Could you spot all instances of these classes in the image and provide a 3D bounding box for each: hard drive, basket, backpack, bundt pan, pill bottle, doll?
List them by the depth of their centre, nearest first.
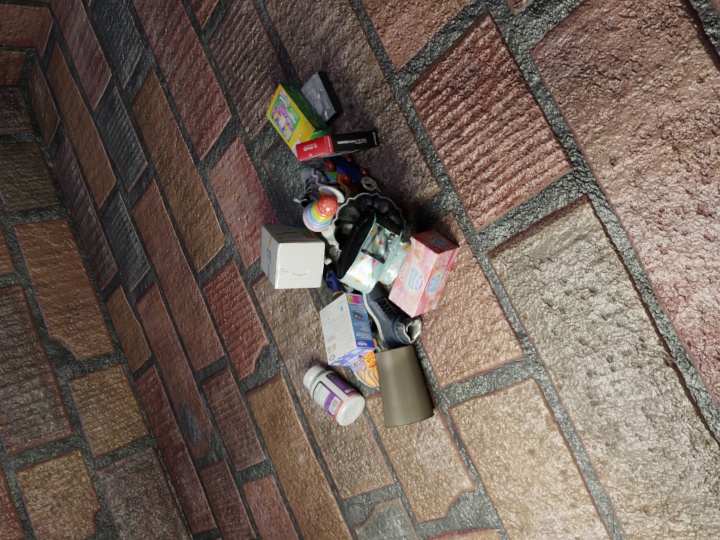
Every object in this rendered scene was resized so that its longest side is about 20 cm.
[{"bbox_3d":[0.028,-0.042,1.571,0.201,0.153,0.176,-55,16,6],"label":"backpack"},{"bbox_3d":[0.025,-0.116,1.684,0.200,0.076,0.203,1,104,4],"label":"bundt pan"},{"bbox_3d":[0.114,0.315,1.713,0.135,0.180,0.201,-16,83,22],"label":"basket"},{"bbox_3d":[-0.145,-0.474,1.839,0.200,0.038,0.140,-31,79,45],"label":"hard drive"},{"bbox_3d":[-0.094,0.015,1.890,0.137,0.048,0.200,85,163,-47],"label":"doll"},{"bbox_3d":[-0.090,0.391,1.976,0.200,0.111,0.112,35,124,35],"label":"pill bottle"}]

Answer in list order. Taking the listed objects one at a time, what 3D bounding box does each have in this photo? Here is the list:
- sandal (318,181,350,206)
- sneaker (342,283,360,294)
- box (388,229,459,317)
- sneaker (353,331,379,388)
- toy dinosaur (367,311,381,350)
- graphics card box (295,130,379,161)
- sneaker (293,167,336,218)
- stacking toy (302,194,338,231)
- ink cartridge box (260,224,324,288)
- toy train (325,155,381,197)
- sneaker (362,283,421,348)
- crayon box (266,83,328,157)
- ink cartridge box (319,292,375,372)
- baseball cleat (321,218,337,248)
[{"bbox_3d":[-0.066,-0.213,1.714,0.079,0.207,0.059,31,84,4],"label":"sandal"},{"bbox_3d":[0.000,0.000,1.799,0.200,0.073,0.080,-43,68,43],"label":"sneaker"},{"bbox_3d":[0.163,0.007,1.611,0.095,0.102,0.201,39,126,32],"label":"box"},{"bbox_3d":[0.021,0.253,1.819,0.201,0.077,0.112,58,148,-3],"label":"sneaker"},{"bbox_3d":[0.010,0.144,1.852,0.088,0.047,0.201,2,106,39],"label":"toy dinosaur"},{"bbox_3d":[-0.061,-0.337,1.672,0.125,0.199,0.051,-4,99,47],"label":"graphics card box"},{"bbox_3d":[-0.151,-0.227,1.838,0.200,0.139,0.078,50,132,23],"label":"sneaker"},{"bbox_3d":[-0.100,-0.161,1.687,0.200,0.085,0.086,162,92,-74],"label":"stacking toy"},{"bbox_3d":[-0.212,-0.046,1.903,0.200,0.146,0.146,-138,50,-59],"label":"ink cartridge box"},{"bbox_3d":[-0.022,-0.230,1.755,0.200,0.084,0.116,43,139,29],"label":"toy train"},{"bbox_3d":[0.091,0.117,1.724,0.146,0.077,0.203,-18,98,58],"label":"sneaker"},{"bbox_3d":[-0.189,-0.439,1.824,0.200,0.058,0.119,54,133,20],"label":"crayon box"},{"bbox_3d":[-0.038,0.184,1.760,0.136,0.076,0.201,-36,54,42],"label":"ink cartridge box"},{"bbox_3d":[-0.017,-0.120,1.797,0.199,0.070,0.107,-10,128,34],"label":"baseball cleat"}]
